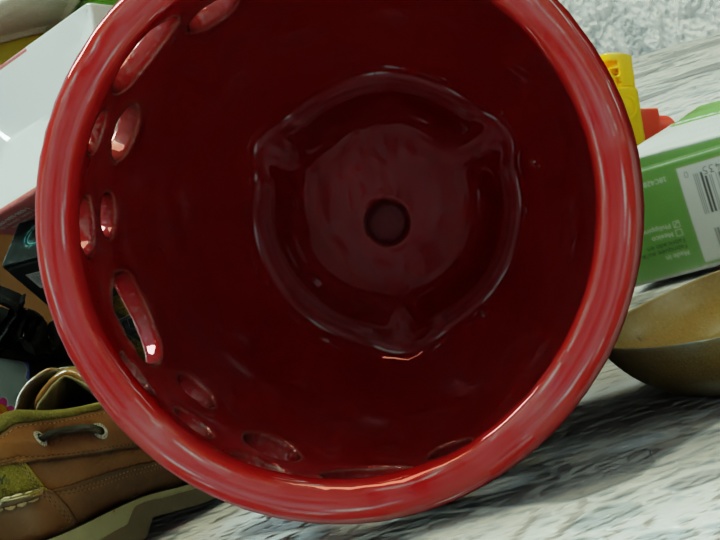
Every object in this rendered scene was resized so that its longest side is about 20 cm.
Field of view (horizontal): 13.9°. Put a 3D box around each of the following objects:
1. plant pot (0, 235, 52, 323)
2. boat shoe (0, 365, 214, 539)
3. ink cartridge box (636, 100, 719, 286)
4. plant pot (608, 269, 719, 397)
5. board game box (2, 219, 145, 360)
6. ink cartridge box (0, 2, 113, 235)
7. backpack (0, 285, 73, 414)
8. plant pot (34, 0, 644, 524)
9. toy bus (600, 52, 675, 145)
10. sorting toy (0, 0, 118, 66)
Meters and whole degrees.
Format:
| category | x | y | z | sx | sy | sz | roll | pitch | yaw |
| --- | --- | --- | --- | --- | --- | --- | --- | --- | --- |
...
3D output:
| category | x | y | z | sx | sy | sz | roll | pitch | yaw |
| --- | --- | --- | --- | --- | --- | --- | --- | --- | --- |
| plant pot | -0.183 | -0.034 | 1.482 | 0.139 | 0.202 | 0.200 | -3 | 4 | -4 |
| boat shoe | -0.096 | 0.066 | 1.142 | 0.072 | 0.068 | 0.200 | -17 | 4 | 19 |
| ink cartridge box | 0.194 | -0.050 | 1.430 | 0.103 | 0.060 | 0.200 | -15 | 6 | 22 |
| plant pot | 0.182 | 0.008 | 1.057 | 0.199 | 0.028 | 0.200 | -18 | 5 | 2 |
| board game box | -0.035 | 0.010 | 1.232 | 0.199 | 0.135 | 0.028 | -12 | 47 | 39 |
| ink cartridge box | -0.061 | -0.059 | 1.298 | 0.199 | 0.068 | 0.116 | 3 | -19 | -38 |
| backpack | -0.235 | 0.056 | 1.245 | 0.199 | 0.128 | 0.166 | 6 | -2 | -36 |
| plant pot | 0.003 | -0.021 | 1.033 | 0.199 | 0.202 | 0.182 | -17 | 0 | 9 |
| toy bus | 0.066 | -0.048 | 1.544 | 0.191 | 0.137 | 0.199 | -5 | -7 | -40 |
| sorting toy | -0.093 | -0.100 | 1.313 | 0.199 | 0.037 | 0.185 | -16 | -14 | 40 |
